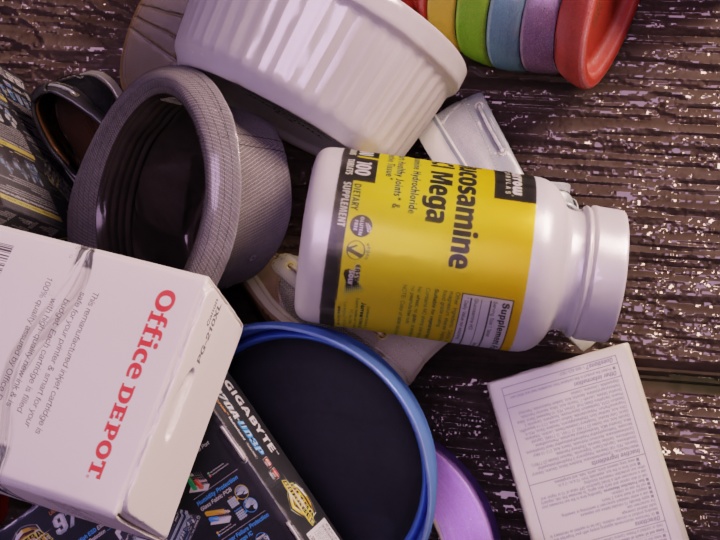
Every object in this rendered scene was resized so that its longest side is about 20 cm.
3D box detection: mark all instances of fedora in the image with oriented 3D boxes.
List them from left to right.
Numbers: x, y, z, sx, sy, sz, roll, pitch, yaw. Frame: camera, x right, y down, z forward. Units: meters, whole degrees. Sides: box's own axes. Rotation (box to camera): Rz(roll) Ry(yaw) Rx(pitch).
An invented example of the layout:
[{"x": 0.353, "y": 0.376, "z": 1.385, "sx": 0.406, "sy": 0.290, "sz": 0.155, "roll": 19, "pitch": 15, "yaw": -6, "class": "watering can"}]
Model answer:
[{"x": -0.113, "y": -0.042, "z": 0.884, "sx": 0.200, "sy": 0.090, "sz": 0.177, "roll": -50, "pitch": 52, "yaw": 37, "class": "fedora"}]

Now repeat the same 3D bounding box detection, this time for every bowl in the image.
[{"x": -0.042, "y": 0.129, "z": 0.855, "sx": 0.199, "sy": 0.039, "sz": 0.202, "roll": 4, "pitch": 102, "yaw": 20, "class": "bowl"}]

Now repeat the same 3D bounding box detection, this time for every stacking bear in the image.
[{"x": 0.086, "y": -0.207, "z": 0.930, "sx": 0.199, "sy": 0.121, "sz": 0.114, "roll": 20, "pitch": 81, "yaw": 22, "class": "stacking bear"}]

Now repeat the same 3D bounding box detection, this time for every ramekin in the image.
[{"x": -0.035, "y": -0.142, "z": 0.892, "sx": 0.202, "sy": 0.202, "sz": 0.095, "roll": 27, "pitch": 86, "yaw": 12, "class": "ramekin"}]

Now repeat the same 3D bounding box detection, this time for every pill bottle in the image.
[{"x": 0.063, "y": -0.010, "z": 0.827, "sx": 0.199, "sy": 0.112, "sz": 0.113, "roll": 8, "pitch": 85, "yaw": 0, "class": "pill bottle"}]

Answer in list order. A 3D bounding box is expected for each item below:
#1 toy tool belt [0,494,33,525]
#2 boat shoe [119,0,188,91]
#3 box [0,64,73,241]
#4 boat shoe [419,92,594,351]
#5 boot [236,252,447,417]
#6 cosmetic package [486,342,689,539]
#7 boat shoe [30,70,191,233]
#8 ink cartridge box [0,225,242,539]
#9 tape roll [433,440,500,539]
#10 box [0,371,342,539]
[{"x": -0.251, "y": 0.245, "z": 0.931, "sx": 0.123, "sy": 0.125, "sz": 0.200, "roll": -37, "pitch": 95, "yaw": 35, "class": "toy tool belt"}, {"x": -0.117, "y": -0.214, "z": 0.997, "sx": 0.073, "sy": 0.063, "sz": 0.202, "roll": 25, "pitch": 95, "yaw": 8, "class": "boat shoe"}, {"x": -0.268, "y": -0.089, "z": 0.934, "sx": 0.049, "sy": 0.200, "sz": 0.162, "roll": -31, "pitch": 80, "yaw": 4, "class": "box"}, {"x": 0.118, "y": -0.040, "z": 0.920, "sx": 0.071, "sy": 0.070, "sz": 0.201, "roll": -36, "pitch": 78, "yaw": 7, "class": "boat shoe"}, {"x": 0.000, "y": 0.000, "z": 0.936, "sx": 0.154, "sy": 0.072, "sz": 0.200, "roll": -39, "pitch": 55, "yaw": -9, "class": "boot"}, {"x": 0.163, "y": 0.159, "z": 0.889, "sx": 0.103, "sy": 0.073, "sz": 0.201, "roll": -16, "pitch": 82, "yaw": 9, "class": "cosmetic package"}, {"x": -0.176, "y": -0.057, "z": 0.973, "sx": 0.072, "sy": 0.068, "sz": 0.201, "roll": -33, "pitch": 89, "yaw": 19, "class": "boat shoe"}, {"x": -0.189, "y": 0.061, "z": 0.775, "sx": 0.199, "sy": 0.084, "sz": 0.145, "roll": 13, "pitch": 71, "yaw": 17, "class": "ink cartridge box"}, {"x": -0.001, "y": 0.207, "z": 0.920, "sx": 0.199, "sy": 0.066, "sz": 0.201, "roll": -1, "pitch": 83, "yaw": 10, "class": "tape roll"}, {"x": -0.123, "y": 0.185, "z": 0.845, "sx": 0.200, "sy": 0.046, "sz": 0.159, "roll": -37, "pitch": 86, "yaw": 20, "class": "box"}]
